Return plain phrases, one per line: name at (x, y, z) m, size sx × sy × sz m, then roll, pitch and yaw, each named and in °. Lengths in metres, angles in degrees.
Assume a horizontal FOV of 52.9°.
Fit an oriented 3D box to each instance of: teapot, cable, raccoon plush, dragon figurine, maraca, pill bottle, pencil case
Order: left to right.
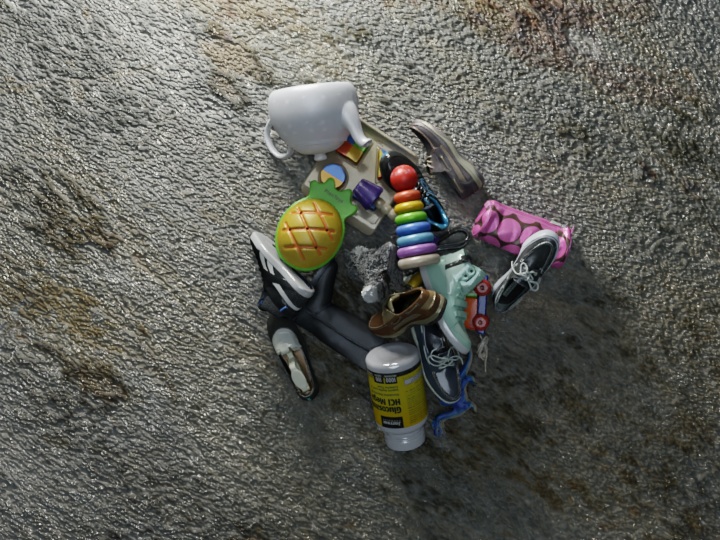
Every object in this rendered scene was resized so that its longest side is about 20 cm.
teapot at (-0.094, -0.296, 1.463) m, size 0.195 × 0.200 × 0.148 m, roll -8°, pitch 101°, yaw -10°
maraca at (-0.092, -0.094, 1.478) m, size 0.137 × 0.107 × 0.201 m, roll 32°, pitch 84°, yaw 3°
raccoon plush at (0.000, 0.000, 1.449) m, size 0.133 × 0.200 × 0.098 m, roll -2°, pitch 102°, yaw 25°
pill bottle at (0.078, 0.258, 1.474) m, size 0.111 × 0.113 × 0.202 m, roll -9°, pitch 107°, yaw 2°
cable at (0.140, -0.037, 1.533) m, size 0.199 × 0.050 × 0.097 m, roll -37°, pitch 72°, yaw -10°
dragon figurine at (0.191, 0.252, 1.511) m, size 0.098 × 0.059 × 0.202 m, roll 1°, pitch 92°, yaw 1°
pencil case at (0.335, -0.080, 1.493) m, size 0.198 × 0.091 × 0.094 m, roll 18°, pitch 126°, yaw 0°

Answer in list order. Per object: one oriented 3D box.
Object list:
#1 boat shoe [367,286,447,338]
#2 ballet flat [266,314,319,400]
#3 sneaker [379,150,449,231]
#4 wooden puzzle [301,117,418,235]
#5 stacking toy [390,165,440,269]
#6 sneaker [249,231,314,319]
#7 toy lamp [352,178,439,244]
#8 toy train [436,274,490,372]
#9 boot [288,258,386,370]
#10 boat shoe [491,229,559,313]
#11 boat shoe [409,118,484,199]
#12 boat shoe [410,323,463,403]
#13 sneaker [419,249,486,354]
boat shoe at (0.081, 0.074, 1.421) m, size 0.074 × 0.199 × 0.076 m, roll 35°, pitch 52°, yaw -26°
ballet flat at (-0.140, 0.179, 1.517) m, size 0.068 × 0.068 × 0.201 m, roll -27°, pitch 89°, yaw 3°
sneaker at (0.117, -0.164, 1.479) m, size 0.073 × 0.082 × 0.200 m, roll -42°, pitch 105°, yaw -5°
wooden puzzle at (-0.002, -0.204, 1.522) m, size 0.184 × 0.046 × 0.201 m, roll 33°, pitch 91°, yaw 1°
stacking toy at (0.100, -0.107, 1.413) m, size 0.085 × 0.085 × 0.202 m, roll -10°, pitch 90°, yaw 2°
sneaker at (-0.192, 0.019, 1.498) m, size 0.112 × 0.073 × 0.200 m, roll -51°, pitch 61°, yaw 15°
toy lamp at (0.069, -0.110, 1.475) m, size 0.200 × 0.058 × 0.058 m, roll 41°, pitch 91°, yaw -4°
toy train at (0.210, 0.107, 1.502) m, size 0.115 × 0.085 × 0.202 m, roll 3°, pitch 89°, yaw 12°
boot at (-0.028, 0.091, 1.513) m, size 0.199 × 0.066 × 0.166 m, roll 34°, pitch 99°, yaw 4°
boat shoe at (0.330, 0.007, 1.456) m, size 0.073 × 0.068 × 0.200 m, roll 34°, pitch 122°, yaw -10°
boat shoe at (0.169, -0.230, 1.503) m, size 0.073 × 0.074 × 0.200 m, roll -45°, pitch 88°, yaw 1°
boat shoe at (0.160, 0.169, 1.463) m, size 0.074 × 0.062 × 0.202 m, roll -11°, pitch 76°, yaw -20°
sneaker at (0.203, 0.056, 1.428) m, size 0.118 × 0.074 × 0.202 m, roll -26°, pitch 75°, yaw 18°
